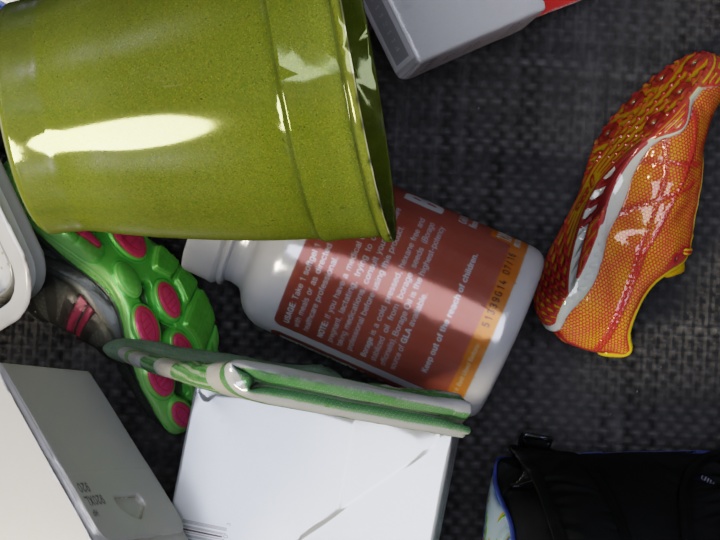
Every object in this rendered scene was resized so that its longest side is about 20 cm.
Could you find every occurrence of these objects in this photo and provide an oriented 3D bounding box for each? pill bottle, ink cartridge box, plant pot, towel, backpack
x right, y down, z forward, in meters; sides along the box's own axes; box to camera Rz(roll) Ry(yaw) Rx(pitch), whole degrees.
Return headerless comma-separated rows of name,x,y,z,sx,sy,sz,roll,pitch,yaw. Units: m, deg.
pill bottle,0.000,0.000,1.194,0.200,0.112,0.112,24,88,1
ink cartridge box,0.058,-0.239,1.206,0.176,0.045,0.200,-25,87,-21
plant pot,-0.092,-0.099,1.086,0.193,0.200,0.200,-9,88,5
towel,-0.043,0.061,1.112,0.153,0.200,0.023,11,89,-24
ink cartridge box,-0.215,0.163,1.087,0.200,0.147,0.145,-33,80,8
backpack,0.163,0.196,1.142,0.183,0.200,0.147,2,108,-1

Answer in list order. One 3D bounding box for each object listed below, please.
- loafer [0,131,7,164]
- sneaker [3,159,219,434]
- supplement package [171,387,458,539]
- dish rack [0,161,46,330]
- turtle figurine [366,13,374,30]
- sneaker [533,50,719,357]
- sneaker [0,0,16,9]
loafer,-0.240,-0.099,1.235,0.200,0.063,0.072,14,46,-2
sneaker,-0.158,0.012,1.224,0.077,0.084,0.200,-41,103,-39
supplement package,-0.036,0.178,1.186,0.156,0.111,0.200,11,88,6
dish rack,-0.270,-0.028,1.190,0.200,0.044,0.172,-28,88,40
turtle figurine,-0.082,-0.153,1.211,0.200,0.101,0.150,-22,99,-10
sneaker,0.176,-0.042,1.225,0.077,0.073,0.200,28,90,-23
sneaker,-0.192,-0.187,1.175,0.200,0.075,0.088,-24,79,1
